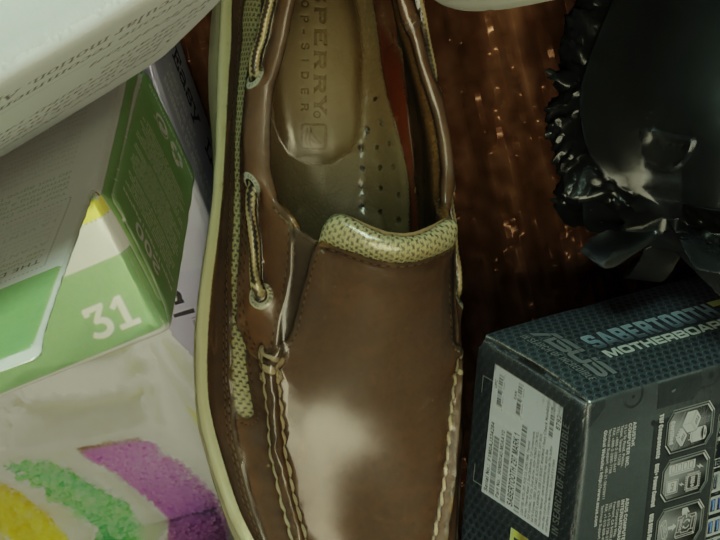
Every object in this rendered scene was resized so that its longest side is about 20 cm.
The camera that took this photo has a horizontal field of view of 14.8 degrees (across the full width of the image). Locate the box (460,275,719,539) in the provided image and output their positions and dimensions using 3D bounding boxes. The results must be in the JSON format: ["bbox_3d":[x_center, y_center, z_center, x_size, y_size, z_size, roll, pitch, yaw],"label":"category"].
[{"bbox_3d":[0.100,0.100,0.804,0.158,0.051,0.200,-13,120,-34],"label":"box"}]

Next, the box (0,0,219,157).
[{"bbox_3d":[-0.154,-0.100,0.614,0.199,0.131,0.200,-33,90,-24],"label":"box"}]

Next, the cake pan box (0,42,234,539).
[{"bbox_3d":[-0.122,0.013,0.809,0.184,0.052,0.200,-15,113,4],"label":"cake pan box"}]

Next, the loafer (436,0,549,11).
[{"bbox_3d":[0.098,-0.134,0.725,0.200,0.072,0.063,-21,133,8],"label":"loafer"}]

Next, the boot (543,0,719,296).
[{"bbox_3d":[0.147,-0.076,0.748,0.162,0.073,0.199,13,76,20],"label":"boot"}]

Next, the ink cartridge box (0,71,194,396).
[{"bbox_3d":[-0.119,0.021,0.676,0.145,0.200,0.048,-22,112,10],"label":"ink cartridge box"}]

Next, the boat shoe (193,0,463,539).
[{"bbox_3d":[-0.006,0.000,0.742,0.075,0.075,0.203,-7,86,-19],"label":"boat shoe"}]
